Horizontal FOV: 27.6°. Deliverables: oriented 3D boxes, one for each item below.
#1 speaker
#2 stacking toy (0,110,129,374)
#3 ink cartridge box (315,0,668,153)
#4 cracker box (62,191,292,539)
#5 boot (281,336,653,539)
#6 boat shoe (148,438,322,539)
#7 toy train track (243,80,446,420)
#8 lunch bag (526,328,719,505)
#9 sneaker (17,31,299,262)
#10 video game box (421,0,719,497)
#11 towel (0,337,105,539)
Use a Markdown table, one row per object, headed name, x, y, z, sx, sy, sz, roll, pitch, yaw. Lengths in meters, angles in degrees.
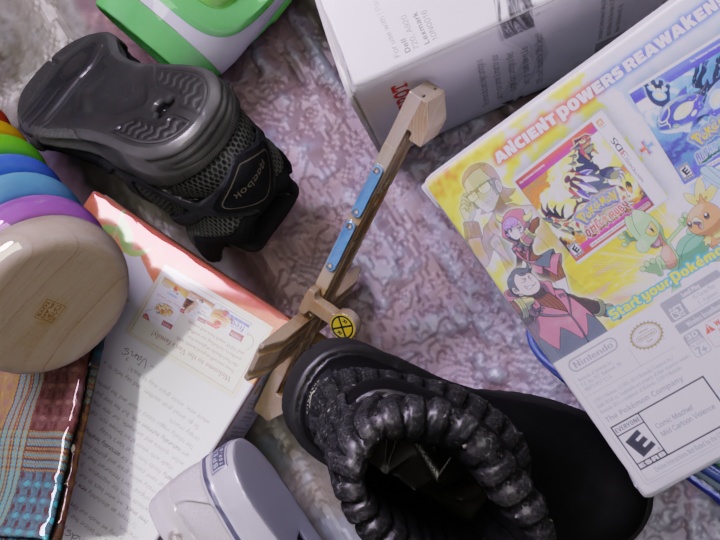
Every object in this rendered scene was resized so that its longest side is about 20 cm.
| name | x | y | z | sx | sy | sz | roll | pitch | yaw |
| --- | --- | --- | --- | --- | --- | --- | --- | --- | --- |
| speaker | -0.054 | -0.199 | 0.798 | 0.088 | 0.088 | 0.201 | 38 | 89 | 10 |
| stacking toy | -0.191 | -0.040 | 0.740 | 0.085 | 0.085 | 0.200 | -41 | 49 | 1 |
| ink cartridge box | 0.078 | -0.146 | 0.744 | 0.198 | 0.146 | 0.085 | -23 | 79 | 3 |
| cracker box | -0.137 | 0.079 | 0.787 | 0.133 | 0.058 | 0.201 | 32 | 87 | 11 |
| boot | 0.066 | 0.100 | 0.664 | 0.209 | 0.158 | 0.080 | 18 | 92 | -17 |
| boat shoe | -0.038 | 0.184 | 0.742 | 0.069 | 0.071 | 0.201 | -29 | 103 | 14 |
| toy train track | 0.000 | 0.000 | 0.730 | 0.032 | 0.115 | 0.201 | 33 | 120 | 11 |
| lunch bag | 0.192 | 0.029 | 0.742 | 0.199 | 0.082 | 0.162 | 35 | 91 | 11 |
| sneaker | -0.107 | -0.063 | 0.780 | 0.198 | 0.114 | 0.077 | 20 | 67 | 48 |
| video game box | 0.156 | -0.022 | 0.646 | 0.199 | 0.047 | 0.183 | -34 | 96 | 29 |
| towel | -0.218 | 0.070 | 0.764 | 0.198 | 0.022 | 0.149 | -5 | 67 | 32 |
